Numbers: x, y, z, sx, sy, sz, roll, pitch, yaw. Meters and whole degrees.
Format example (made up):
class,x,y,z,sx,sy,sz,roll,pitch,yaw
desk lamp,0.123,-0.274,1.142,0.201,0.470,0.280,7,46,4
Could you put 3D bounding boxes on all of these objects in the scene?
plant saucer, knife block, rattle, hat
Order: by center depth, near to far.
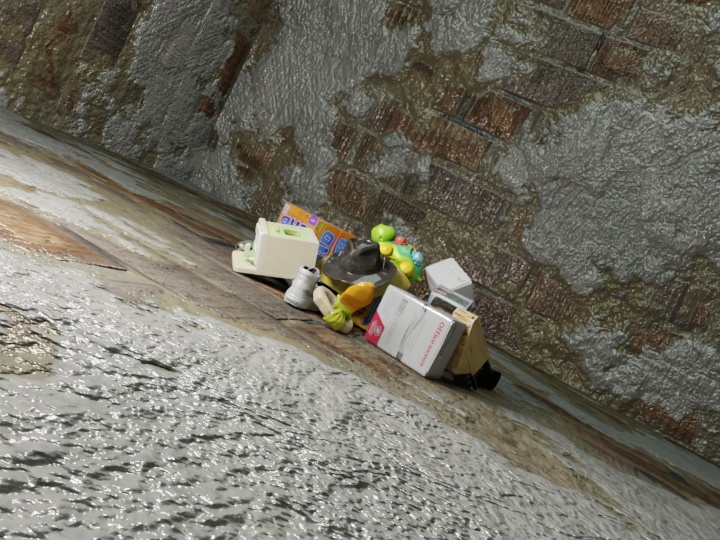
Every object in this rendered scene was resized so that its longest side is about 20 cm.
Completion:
class,x,y,z,sx,sy,sz,roll,pitch,yaw
rattle,-0.030,0.060,1.599,0.130,0.143,0.200,36,8,11
knife block,0.275,0.194,1.660,0.175,0.202,0.064,4,17,-46
hat,0.003,-0.035,1.670,0.199,0.082,0.201,6,27,-3
plant saucer,0.000,0.000,1.746,0.199,0.049,0.199,-15,32,-38

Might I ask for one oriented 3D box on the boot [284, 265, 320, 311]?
class,x,y,z,sx,sy,sz,roll,pitch,yaw
boot,-0.121,0.041,1.648,0.073,0.096,0.200,27,1,8

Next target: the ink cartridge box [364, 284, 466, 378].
class,x,y,z,sx,sy,sz,roll,pitch,yaw
ink cartridge box,0.128,0.144,1.597,0.199,0.146,0.083,29,4,36

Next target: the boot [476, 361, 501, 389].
class,x,y,z,sx,sy,sz,roll,pitch,yaw
boot,0.287,0.251,1.849,0.150,0.074,0.200,31,1,38

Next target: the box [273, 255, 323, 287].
class,x,y,z,sx,sy,sz,roll,pitch,yaw
box,-0.155,0.002,1.935,0.147,0.105,0.200,28,4,13

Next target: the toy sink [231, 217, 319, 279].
class,x,y,z,sx,sy,sz,roll,pitch,yaw
toy sink,-0.217,-0.058,1.709,0.198,0.113,0.130,8,18,-15

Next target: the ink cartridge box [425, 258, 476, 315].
class,x,y,z,sx,sy,sz,roll,pitch,yaw
ink cartridge box,0.247,0.090,1.819,0.146,0.084,0.201,-121,-165,-58

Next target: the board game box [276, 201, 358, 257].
class,x,y,z,sx,sy,sz,roll,pitch,yaw
board game box,-0.161,-0.073,2.207,0.199,0.201,0.199,24,4,-43

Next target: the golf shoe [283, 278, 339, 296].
class,x,y,z,sx,sy,sz,roll,pitch,yaw
golf shoe,-0.118,0.030,1.768,0.199,0.079,0.097,25,-15,13

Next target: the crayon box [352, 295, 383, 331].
class,x,y,z,sx,sy,sz,roll,pitch,yaw
crayon box,0.042,0.099,1.758,0.199,0.126,0.052,28,-4,36

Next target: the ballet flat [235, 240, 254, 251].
class,x,y,z,sx,sy,sz,roll,pitch,yaw
ballet flat,-0.303,-0.037,1.878,0.063,0.068,0.200,-5,16,-23

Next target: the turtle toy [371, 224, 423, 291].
class,x,y,z,sx,sy,sz,roll,pitch,yaw
turtle toy,0.098,-0.042,1.848,0.200,0.101,0.146,44,-18,15

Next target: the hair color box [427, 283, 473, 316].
class,x,y,z,sx,sy,sz,roll,pitch,yaw
hair color box,0.204,0.146,1.717,0.099,0.201,0.061,27,34,19
